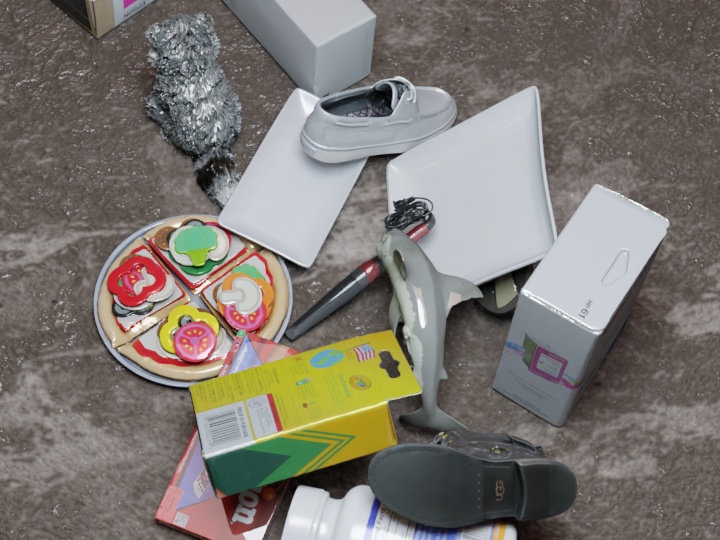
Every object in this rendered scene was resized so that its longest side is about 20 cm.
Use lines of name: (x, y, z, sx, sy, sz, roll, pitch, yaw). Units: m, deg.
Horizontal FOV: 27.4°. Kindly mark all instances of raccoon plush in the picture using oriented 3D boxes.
raccoon plush: (-0.155, -0.178, 1.539, 0.097, 0.134, 0.200, -31, 66, -20)

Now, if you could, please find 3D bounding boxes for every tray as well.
tray: (-0.063, -0.096, 1.553, 0.107, 0.022, 0.200, 26, 58, 2)

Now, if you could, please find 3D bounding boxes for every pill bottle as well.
pill bottle: (0.031, 0.255, 1.311, 0.200, 0.112, 0.112, 13, 60, 5)

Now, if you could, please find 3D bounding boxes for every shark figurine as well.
shark figurine: (0.075, 0.051, 1.400, 0.089, 0.128, 0.215, -9, 80, -11)

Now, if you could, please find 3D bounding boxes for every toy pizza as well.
toy pizza: (-0.168, 0.023, 1.479, 0.200, 0.032, 0.201, 1, 59, -1)

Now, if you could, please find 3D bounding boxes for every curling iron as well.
curling iron: (0.000, 0.000, 1.490, 0.200, 0.026, 0.050, -46, 48, -8)

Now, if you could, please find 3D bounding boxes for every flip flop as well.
flip flop: (0.135, -0.040, 1.521, 0.081, 0.058, 0.200, -40, 45, 22)

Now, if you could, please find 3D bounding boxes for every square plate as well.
square plate: (0.112, -0.063, 1.490, 0.200, 0.028, 0.199, -26, 52, 33)

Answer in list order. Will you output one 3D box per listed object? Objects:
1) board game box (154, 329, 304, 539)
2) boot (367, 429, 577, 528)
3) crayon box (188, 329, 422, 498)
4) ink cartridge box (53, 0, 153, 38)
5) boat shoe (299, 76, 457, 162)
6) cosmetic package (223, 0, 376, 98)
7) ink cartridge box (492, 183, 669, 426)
board game box: (-0.107, 0.162, 1.395, 0.103, 0.019, 0.200, 20, 69, 7)
boot: (0.090, 0.179, 1.335, 0.200, 0.174, 0.069, 7, 94, -12)
crayon box: (-0.048, 0.126, 1.335, 0.200, 0.051, 0.127, -16, 27, -5)
ink cartridge box: (-0.280, -0.382, 1.687, 0.200, 0.075, 0.165, -39, 70, -23)
boat shoe: (0.026, -0.171, 1.562, 0.200, 0.069, 0.072, -12, 53, -30)
cosmetic package: (-0.076, -0.294, 1.630, 0.085, 0.108, 0.200, -32, 68, -21)
ink cartridge box: (0.206, 0.035, 1.398, 0.085, 0.200, 0.145, 31, 62, 12)
